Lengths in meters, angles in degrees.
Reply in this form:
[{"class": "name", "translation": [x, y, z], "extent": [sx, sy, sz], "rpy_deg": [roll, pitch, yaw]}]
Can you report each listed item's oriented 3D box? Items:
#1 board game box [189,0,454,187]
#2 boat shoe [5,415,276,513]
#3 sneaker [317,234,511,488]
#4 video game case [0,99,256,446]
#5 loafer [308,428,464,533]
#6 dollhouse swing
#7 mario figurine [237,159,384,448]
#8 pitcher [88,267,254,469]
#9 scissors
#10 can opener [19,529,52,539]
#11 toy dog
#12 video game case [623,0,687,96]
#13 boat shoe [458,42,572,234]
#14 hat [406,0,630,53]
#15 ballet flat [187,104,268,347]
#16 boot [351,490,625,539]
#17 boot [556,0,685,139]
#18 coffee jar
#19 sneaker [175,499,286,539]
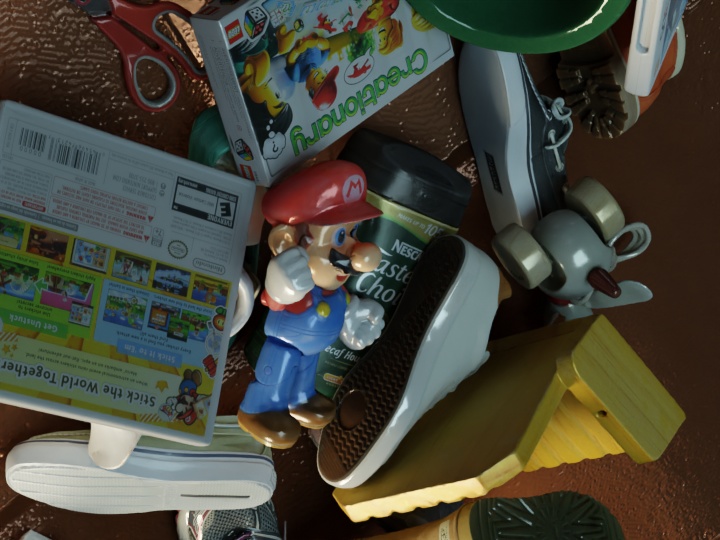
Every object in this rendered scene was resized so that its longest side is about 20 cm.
[{"class": "board game box", "translation": [-0.022, -0.163, 1.313], "extent": [0.200, 0.034, 0.127], "rpy_deg": [-38, 126, -32]}, {"class": "boat shoe", "translation": [-0.161, 0.138, 1.390], "extent": [0.198, 0.063, 0.072], "rpy_deg": [5, 144, -14]}, {"class": "sneaker", "translation": [0.047, 0.079, 1.369], "extent": [0.084, 0.073, 0.201], "rpy_deg": [32, 91, -40]}, {"class": "video game case", "translation": [-0.166, 0.005, 1.218], "extent": [0.199, 0.023, 0.184], "rpy_deg": [17, 77, -37]}, {"class": "loafer", "translation": [0.015, 0.177, 1.496], "extent": [0.063, 0.072, 0.200], "rpy_deg": [-23, 129, 31]}, {"class": "dollhouse swing", "translation": [0.108, 0.148, 1.409], "extent": [0.182, 0.199, 0.177], "rpy_deg": [47, 44, -31]}, {"class": "mario figurine", "translation": [-0.023, 0.024, 1.287], "extent": [0.105, 0.124, 0.202], "rpy_deg": [7, 111, -10]}, {"class": "pitcher", "translation": [-0.184, 0.012, 1.280], "extent": [0.171, 0.121, 0.200], "rpy_deg": [-43, 118, 0]}, {"class": "scissors", "translation": [-0.175, -0.185, 1.276], "extent": [0.073, 0.014, 0.200], "rpy_deg": [-46, 123, 0]}, {"class": "can opener", "translation": [-0.192, 0.256, 1.438], "extent": [0.199, 0.053, 0.066], "rpy_deg": [30, 130, -32]}, {"class": "toy dog", "translation": [0.174, 0.017, 1.447], "extent": [0.132, 0.096, 0.200], "rpy_deg": [-44, 149, 9]}, {"class": "video game case", "translation": [0.236, -0.255, 1.345], "extent": [0.183, 0.023, 0.201], "rpy_deg": [88, 24, -56]}, {"class": "boat shoe", "translation": [0.127, -0.103, 1.430], "extent": [0.068, 0.074, 0.201], "rpy_deg": [-28, 123, -18]}, {"class": "hat", "translation": [0.129, -0.271, 1.337], "extent": [0.198, 0.177, 0.166], "rpy_deg": [13, 143, 0]}, {"class": "ballet flat", "translation": [-0.099, -0.017, 1.350], "extent": [0.067, 0.070, 0.202], "rpy_deg": [-5, 113, -28]}, {"class": "boot", "translation": [0.077, 0.217, 1.439], "extent": [0.174, 0.199, 0.067], "rpy_deg": [16, 63, -34]}, {"class": "boot", "translation": [0.187, -0.213, 1.427], "extent": [0.107, 0.075, 0.201], "rpy_deg": [-36, 119, -32]}, {"class": "coffee jar", "translation": [0.000, 0.000, 1.400], "extent": [0.104, 0.085, 0.201], "rpy_deg": [20, 100, -33]}, {"class": "sneaker", "translation": [-0.078, 0.241, 1.468], "extent": [0.080, 0.075, 0.201], "rpy_deg": [-30, 120, -13]}]
